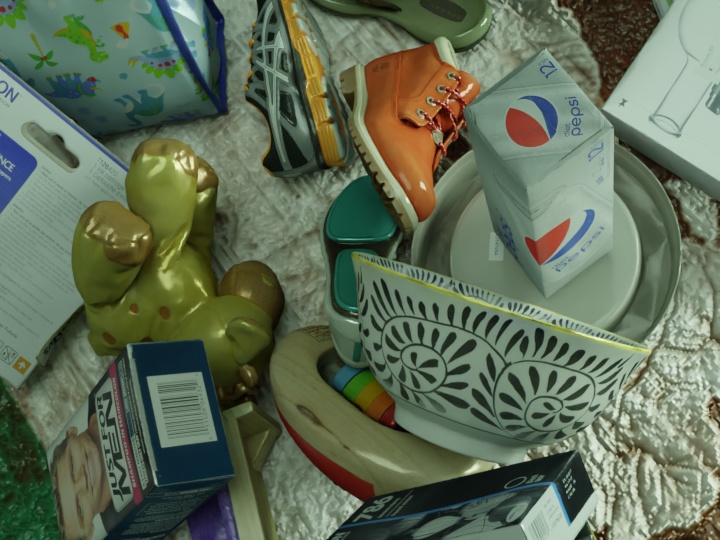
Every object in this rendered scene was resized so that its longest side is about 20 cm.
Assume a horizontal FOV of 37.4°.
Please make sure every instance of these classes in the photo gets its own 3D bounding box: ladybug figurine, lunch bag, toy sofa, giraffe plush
[{"bbox_3d":[0.008,0.110,0.770,0.199,0.134,0.073,37,125,38],"label":"ladybug figurine"},{"bbox_3d":[-0.220,-0.211,0.890,0.167,0.200,0.130,-11,69,11],"label":"lunch bag"},{"bbox_3d":[-0.088,0.208,0.774,0.096,0.083,0.203,-20,67,6],"label":"toy sofa"},{"bbox_3d":[-0.129,0.025,0.818,0.160,0.173,0.202,29,84,11],"label":"giraffe plush"}]

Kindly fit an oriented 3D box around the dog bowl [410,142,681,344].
[{"bbox_3d":[0.139,-0.005,0.805,0.196,0.059,0.204,-5,69,13],"label":"dog bowl"}]

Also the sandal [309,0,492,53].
[{"bbox_3d":[0.025,-0.255,0.921,0.198,0.057,0.081,25,78,21],"label":"sandal"}]

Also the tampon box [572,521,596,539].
[{"bbox_3d":[0.070,0.235,0.670,0.197,0.150,0.128,-24,93,5],"label":"tampon box"}]

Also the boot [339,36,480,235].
[{"bbox_3d":[0.046,-0.113,0.823,0.105,0.076,0.202,-20,42,10],"label":"boot"}]

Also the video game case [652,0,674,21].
[{"bbox_3d":[0.334,-0.249,0.861,0.196,0.022,0.185,-18,68,9],"label":"video game case"}]

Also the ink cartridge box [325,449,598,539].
[{"bbox_3d":[0.035,0.161,0.633,0.198,0.099,0.040,-23,94,33],"label":"ink cartridge box"}]

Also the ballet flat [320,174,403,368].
[{"bbox_3d":[0.000,0.000,0.818,0.068,0.070,0.201,-10,33,10],"label":"ballet flat"}]

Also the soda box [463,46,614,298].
[{"bbox_3d":[0.119,-0.053,0.686,0.063,0.200,0.069,-35,68,-1],"label":"soda box"}]

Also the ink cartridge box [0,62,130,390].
[{"bbox_3d":[-0.297,-0.043,0.876,0.197,0.047,0.201,39,84,-12],"label":"ink cartridge box"}]

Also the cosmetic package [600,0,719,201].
[{"bbox_3d":[0.302,-0.124,0.794,0.199,0.052,0.152,35,90,17],"label":"cosmetic package"}]

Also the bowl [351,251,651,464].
[{"bbox_3d":[0.075,0.063,0.675,0.198,0.200,0.096,19,92,19],"label":"bowl"}]

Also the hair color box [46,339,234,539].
[{"bbox_3d":[-0.165,0.138,0.764,0.060,0.200,0.102,-1,61,-34],"label":"hair color box"}]

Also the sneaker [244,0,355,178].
[{"bbox_3d":[-0.066,-0.171,0.907,0.076,0.078,0.203,-22,66,15],"label":"sneaker"}]
